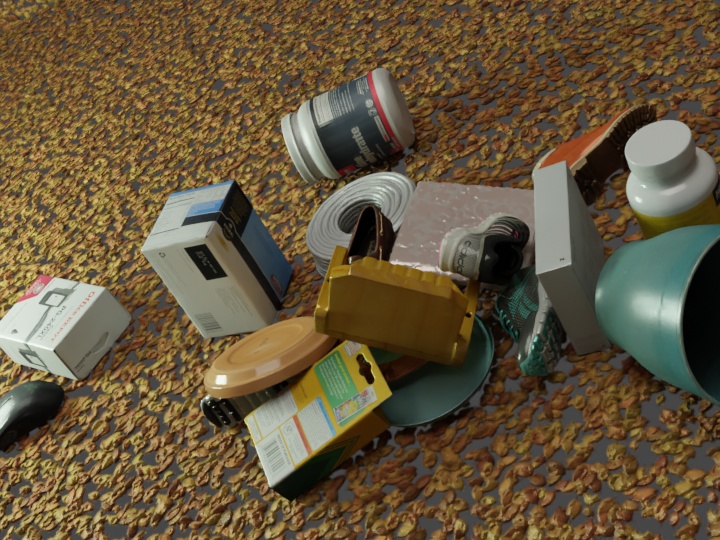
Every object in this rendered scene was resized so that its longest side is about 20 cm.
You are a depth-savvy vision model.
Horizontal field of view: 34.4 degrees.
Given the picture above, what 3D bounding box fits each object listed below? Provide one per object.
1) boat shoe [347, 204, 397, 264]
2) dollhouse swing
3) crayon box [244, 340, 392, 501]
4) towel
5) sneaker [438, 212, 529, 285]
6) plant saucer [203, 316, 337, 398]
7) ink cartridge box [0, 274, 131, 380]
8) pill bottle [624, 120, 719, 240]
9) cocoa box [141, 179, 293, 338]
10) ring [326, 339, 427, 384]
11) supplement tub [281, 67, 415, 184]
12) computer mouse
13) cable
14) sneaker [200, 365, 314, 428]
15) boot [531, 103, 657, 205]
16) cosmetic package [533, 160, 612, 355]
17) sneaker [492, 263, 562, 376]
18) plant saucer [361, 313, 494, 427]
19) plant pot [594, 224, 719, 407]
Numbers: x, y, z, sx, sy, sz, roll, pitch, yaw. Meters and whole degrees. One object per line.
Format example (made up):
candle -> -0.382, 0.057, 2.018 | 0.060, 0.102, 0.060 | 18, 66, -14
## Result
boat shoe -> 0.000, 0.000, 1.636 | 0.069, 0.071, 0.202 | -4, 53, 22
dollhouse swing -> 0.054, 0.010, 1.472 | 0.197, 0.177, 0.183 | 13, 47, 4
crayon box -> -0.046, 0.189, 1.515 | 0.199, 0.052, 0.126 | -38, 44, 9
towel -> 0.153, -0.050, 1.660 | 0.197, 0.032, 0.192 | 6, 46, 16
sneaker -> 0.181, -0.023, 1.519 | 0.087, 0.075, 0.199 | 25, 22, 28
plant saucer -> -0.127, 0.114, 1.614 | 0.198, 0.033, 0.200 | -21, 14, 5
ink cartridge box -> -0.509, 0.094, 1.975 | 0.198, 0.084, 0.146 | 7, 51, 41
pill bottle -> 0.390, -0.080, 1.421 | 0.111, 0.201, 0.113 | -19, 38, 16
cocoa box -> -0.216, -0.016, 1.790 | 0.132, 0.201, 0.132 | -9, 40, 28
ring -> 0.039, 0.076, 1.607 | 0.198, 0.019, 0.202 | -20, 38, 16
supplement tub -> -0.019, -0.241, 1.960 | 0.198, 0.141, 0.141 | -23, 37, 13
computer mouse -> -0.571, 0.241, 1.876 | 0.199, 0.053, 0.138 | -37, 35, -6
cable -> 0.010, -0.066, 1.795 | 0.199, 0.070, 0.200 | 18, 58, 46
sneaker -> -0.131, 0.159, 1.640 | 0.198, 0.076, 0.081 | -13, 31, 23
boot -> 0.338, -0.178, 1.688 | 0.199, 0.075, 0.107 | -40, 31, -10
cosmetic package -> 0.269, -0.018, 1.480 | 0.051, 0.152, 0.201 | -15, 38, 20
sneaker -> 0.211, 0.064, 1.493 | 0.090, 0.078, 0.201 | -10, 33, 23
plant saucer -> 0.089, 0.132, 1.542 | 0.198, 0.028, 0.202 | -20, 38, 16
plant pot -> 0.374, 0.041, 1.317 | 0.200, 0.201, 0.187 | -44, 22, -16
